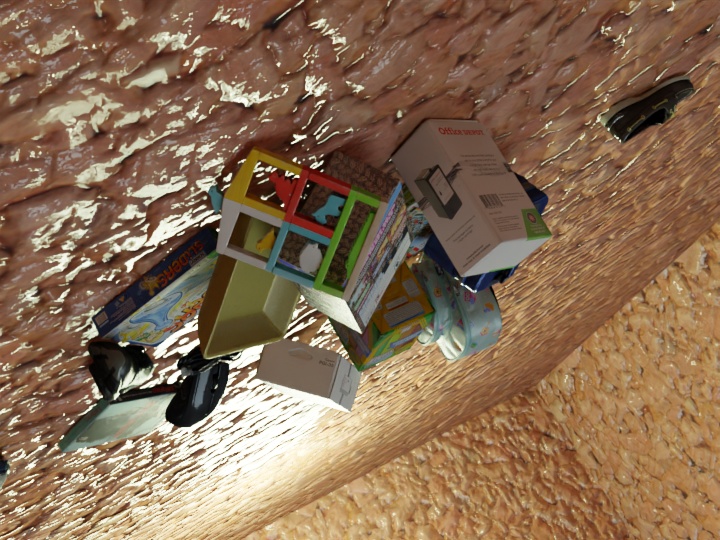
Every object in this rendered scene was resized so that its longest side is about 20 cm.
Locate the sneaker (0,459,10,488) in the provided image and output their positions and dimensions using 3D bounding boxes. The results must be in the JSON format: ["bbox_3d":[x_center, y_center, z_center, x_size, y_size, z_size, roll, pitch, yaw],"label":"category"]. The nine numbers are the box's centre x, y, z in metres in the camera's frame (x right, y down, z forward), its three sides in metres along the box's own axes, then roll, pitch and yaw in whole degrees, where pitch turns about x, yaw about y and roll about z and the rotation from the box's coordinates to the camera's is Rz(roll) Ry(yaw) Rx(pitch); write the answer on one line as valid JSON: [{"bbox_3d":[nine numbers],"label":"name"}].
[{"bbox_3d":[-0.583,0.362,1.458,0.200,0.086,0.077,-44,158,29],"label":"sneaker"}]

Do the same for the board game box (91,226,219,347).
[{"bbox_3d":[-0.237,0.026,1.258,0.199,0.035,0.135,-37,161,11],"label":"board game box"}]

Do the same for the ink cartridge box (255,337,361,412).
[{"bbox_3d":[-0.091,0.187,1.716,0.200,0.144,0.084,55,50,-72],"label":"ink cartridge box"}]

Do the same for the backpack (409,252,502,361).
[{"bbox_3d":[0.166,0.062,1.748,0.152,0.201,0.176,-23,161,-24],"label":"backpack"}]

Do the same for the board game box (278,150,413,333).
[{"bbox_3d":[-0.014,-0.032,1.265,0.161,0.096,0.200,-61,163,-14],"label":"board game box"}]

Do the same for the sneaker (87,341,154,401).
[{"bbox_3d":[-0.322,0.124,1.294,0.079,0.076,0.200,-26,177,-21],"label":"sneaker"}]

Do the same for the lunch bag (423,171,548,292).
[{"bbox_3d":[0.204,-0.059,1.525,0.135,0.132,0.202,-21,142,-52],"label":"lunch bag"}]

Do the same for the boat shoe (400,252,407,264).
[{"bbox_3d":[0.000,0.000,1.438,0.198,0.072,0.064,-20,136,39],"label":"boat shoe"}]

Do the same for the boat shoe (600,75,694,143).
[{"bbox_3d":[0.513,-0.280,1.675,0.199,0.061,0.072,-26,161,-19],"label":"boat shoe"}]

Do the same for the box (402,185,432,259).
[{"bbox_3d":[0.080,-0.078,1.516,0.110,0.035,0.200,-37,161,13],"label":"box"}]

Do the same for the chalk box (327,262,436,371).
[{"bbox_3d":[0.029,0.091,1.716,0.123,0.125,0.201,-23,159,-26],"label":"chalk box"}]

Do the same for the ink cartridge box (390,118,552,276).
[{"bbox_3d":[0.153,-0.103,1.315,0.145,0.202,0.084,-8,153,-50],"label":"ink cartridge box"}]

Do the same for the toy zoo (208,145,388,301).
[{"bbox_3d":[-0.082,-0.058,1.103,0.021,0.198,0.133,-89,-158,-70],"label":"toy zoo"}]

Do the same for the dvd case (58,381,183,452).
[{"bbox_3d":[-0.382,0.239,1.579,0.146,0.022,0.199,-42,161,26],"label":"dvd case"}]

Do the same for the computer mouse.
[{"bbox_3d":[-0.263,0.202,1.583,0.138,0.053,0.201,-18,148,-46],"label":"computer mouse"}]

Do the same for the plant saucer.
[{"bbox_3d":[-0.133,0.003,1.236,0.199,0.048,0.202,-9,122,-64],"label":"plant saucer"}]
